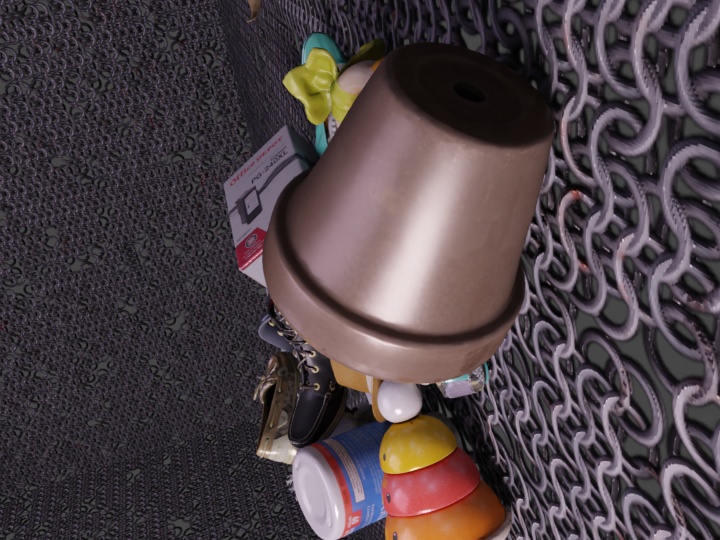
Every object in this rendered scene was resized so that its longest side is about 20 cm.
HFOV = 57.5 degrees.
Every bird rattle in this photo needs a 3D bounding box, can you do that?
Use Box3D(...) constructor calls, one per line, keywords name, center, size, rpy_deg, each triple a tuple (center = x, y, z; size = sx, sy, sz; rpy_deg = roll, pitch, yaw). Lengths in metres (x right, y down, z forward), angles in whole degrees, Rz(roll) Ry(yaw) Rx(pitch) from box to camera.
Box3D(name="bird rattle", center=(0.009, -0.141, 0.684), size=(0.163, 0.113, 0.200), rpy_deg=(3, 113, 61))

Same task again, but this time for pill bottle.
Box3D(name="pill bottle", center=(0.027, 0.243, 0.814), size=(0.112, 0.200, 0.112), rpy_deg=(30, 126, 52))

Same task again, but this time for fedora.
Box3D(name="fedora", center=(0.012, 0.084, 0.814), size=(0.201, 0.082, 0.201), rpy_deg=(3, -90, -74))

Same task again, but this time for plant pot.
Box3D(name="plant pot", center=(0.044, -0.050, 0.453), size=(0.175, 0.200, 0.200), rpy_deg=(113, 144, -45))

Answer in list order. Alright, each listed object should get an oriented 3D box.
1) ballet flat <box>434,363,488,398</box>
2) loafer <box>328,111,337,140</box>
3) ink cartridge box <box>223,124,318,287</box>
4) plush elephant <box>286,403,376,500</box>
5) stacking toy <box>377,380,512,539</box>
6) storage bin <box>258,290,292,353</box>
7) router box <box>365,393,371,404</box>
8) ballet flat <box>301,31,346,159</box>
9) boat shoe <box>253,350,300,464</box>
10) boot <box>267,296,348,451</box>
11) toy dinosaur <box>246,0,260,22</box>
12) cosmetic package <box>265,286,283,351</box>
Box3D(name="ballet flat", center=(0.077, 0.098, 0.744), size=(0.200, 0.072, 0.072), rpy_deg=(-168, 63, -78))
Box3D(name="loafer", center=(0.002, -0.125, 0.833), size=(0.070, 0.075, 0.200), rpy_deg=(-98, 2, -58))
Box3D(name="ink cartridge box", center=(-0.112, -0.092, 0.946), size=(0.083, 0.145, 0.200), rpy_deg=(34, -156, -42))
Box3D(name="plush elephant", center=(-0.011, 0.233, 0.945), size=(0.165, 0.155, 0.200), rpy_deg=(49, -137, -24))
Box3D(name="stacking toy", center=(0.066, 0.210, 0.717), size=(0.146, 0.146, 0.200), rpy_deg=(142, 108, -78))
Box3D(name="storage bin", center=(-0.046, 0.018, 0.978), size=(0.145, 0.200, 0.134), rpy_deg=(33, -147, -38))
Box3D(name="router box", center=(0.038, 0.175, 1.102), size=(0.200, 0.049, 0.180), rpy_deg=(86, 165, -46))
Box3D(name="ballet flat", center=(-0.030, -0.220, 0.883), size=(0.070, 0.067, 0.200), rpy_deg=(36, 148, 32))
Box3D(name="boat shoe", center=(-0.119, 0.185, 0.934), size=(0.200, 0.063, 0.073), rpy_deg=(-110, 37, -56))
Box3D(name="boot", center=(-0.074, 0.111, 0.843), size=(0.154, 0.073, 0.204), rpy_deg=(50, -130, -38))
Box3D(name="toy dinosaur", center=(-0.173, -0.480, 1.094), size=(0.058, 0.101, 0.200), rpy_deg=(103, 150, -68))
Box3D(name="cosmetic package", center=(-0.079, 0.115, 1.299), size=(0.165, 0.165, 0.200), rpy_deg=(-152, 48, -74))
